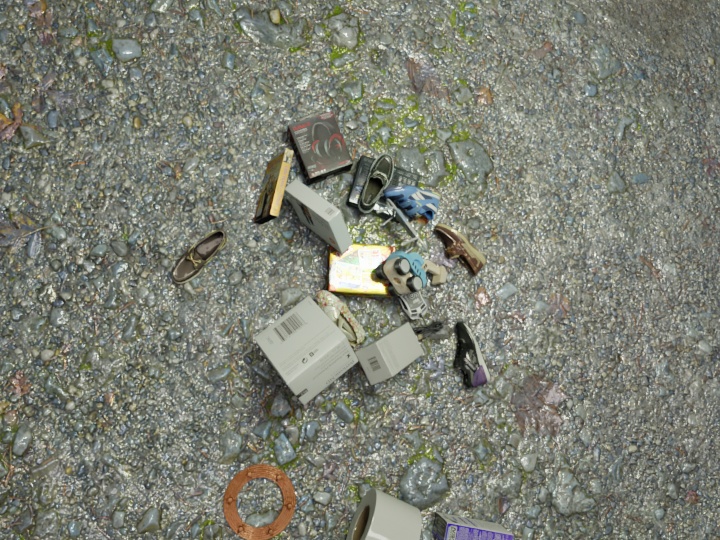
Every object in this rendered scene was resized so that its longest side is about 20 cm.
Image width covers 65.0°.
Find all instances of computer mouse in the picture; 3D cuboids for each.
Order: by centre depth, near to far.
[{"bbox_3d":[0.165,0.108,1.719,0.109,0.044,0.201,-24,87,-19],"label":"computer mouse"}]

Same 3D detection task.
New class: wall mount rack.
[{"bbox_3d":[0.110,-0.120,1.635,0.074,0.174,0.200,-36,80,-4],"label":"wall mount rack"}]

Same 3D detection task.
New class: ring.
[{"bbox_3d":[-0.278,0.641,1.561,0.199,0.019,0.202,2,80,-11],"label":"ring"}]

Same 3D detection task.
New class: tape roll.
[{"bbox_3d":[0.059,0.710,1.518,0.139,0.203,0.204,26,77,-5],"label":"tape roll"}]

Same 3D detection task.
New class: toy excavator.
[{"bbox_3d":[0.166,0.000,1.664,0.195,0.100,0.200,54,49,-18],"label":"toy excavator"}]

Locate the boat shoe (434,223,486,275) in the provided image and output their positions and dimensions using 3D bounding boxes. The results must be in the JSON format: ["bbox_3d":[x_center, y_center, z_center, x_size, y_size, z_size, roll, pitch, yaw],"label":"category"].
[{"bbox_3d":[0.300,-0.065,1.761,0.200,0.072,0.072,42,75,-8],"label":"boat shoe"}]

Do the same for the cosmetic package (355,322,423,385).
[{"bbox_3d":[0.087,0.233,1.607,0.200,0.085,0.108,-19,81,-57],"label":"cosmetic package"}]

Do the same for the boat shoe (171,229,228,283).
[{"bbox_3d":[-0.462,-0.043,1.620,0.200,0.060,0.072,-44,91,-14],"label":"boat shoe"}]

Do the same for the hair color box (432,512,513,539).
[{"bbox_3d":[0.317,0.747,1.605,0.199,0.109,0.065,15,80,-7],"label":"hair color box"}]

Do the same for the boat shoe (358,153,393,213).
[{"bbox_3d":[0.054,-0.266,1.693,0.072,0.071,0.201,22,77,-6],"label":"boat shoe"}]

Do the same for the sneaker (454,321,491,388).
[{"bbox_3d":[0.318,0.256,1.709,0.087,0.076,0.201,-21,85,-7],"label":"sneaker"}]

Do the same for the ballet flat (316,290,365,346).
[{"bbox_3d":[-0.057,0.141,1.632,0.200,0.075,0.064,47,33,-16],"label":"ballet flat"}]

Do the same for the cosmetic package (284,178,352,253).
[{"bbox_3d":[-0.118,-0.154,1.613,0.052,0.151,0.200,-44,56,-13],"label":"cosmetic package"}]

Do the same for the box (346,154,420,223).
[{"bbox_3d":[0.072,-0.250,1.757,0.199,0.051,0.159,17,78,-8],"label":"box"}]

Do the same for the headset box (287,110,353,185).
[{"bbox_3d":[-0.129,-0.384,1.730,0.148,0.075,0.201,-21,85,-12],"label":"headset box"}]

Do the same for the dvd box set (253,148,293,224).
[{"bbox_3d":[-0.254,-0.242,1.648,0.029,0.146,0.201,17,78,-27],"label":"dvd box set"}]

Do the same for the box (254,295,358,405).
[{"bbox_3d":[-0.149,0.216,1.551,0.199,0.131,0.200,-38,50,-11],"label":"box"}]

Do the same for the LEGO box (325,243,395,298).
[{"bbox_3d":[0.000,0.000,1.689,0.199,0.077,0.150,3,80,-10],"label":"LEGO box"}]

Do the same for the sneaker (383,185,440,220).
[{"bbox_3d":[0.157,-0.206,1.702,0.199,0.074,0.083,10,85,-28],"label":"sneaker"}]
